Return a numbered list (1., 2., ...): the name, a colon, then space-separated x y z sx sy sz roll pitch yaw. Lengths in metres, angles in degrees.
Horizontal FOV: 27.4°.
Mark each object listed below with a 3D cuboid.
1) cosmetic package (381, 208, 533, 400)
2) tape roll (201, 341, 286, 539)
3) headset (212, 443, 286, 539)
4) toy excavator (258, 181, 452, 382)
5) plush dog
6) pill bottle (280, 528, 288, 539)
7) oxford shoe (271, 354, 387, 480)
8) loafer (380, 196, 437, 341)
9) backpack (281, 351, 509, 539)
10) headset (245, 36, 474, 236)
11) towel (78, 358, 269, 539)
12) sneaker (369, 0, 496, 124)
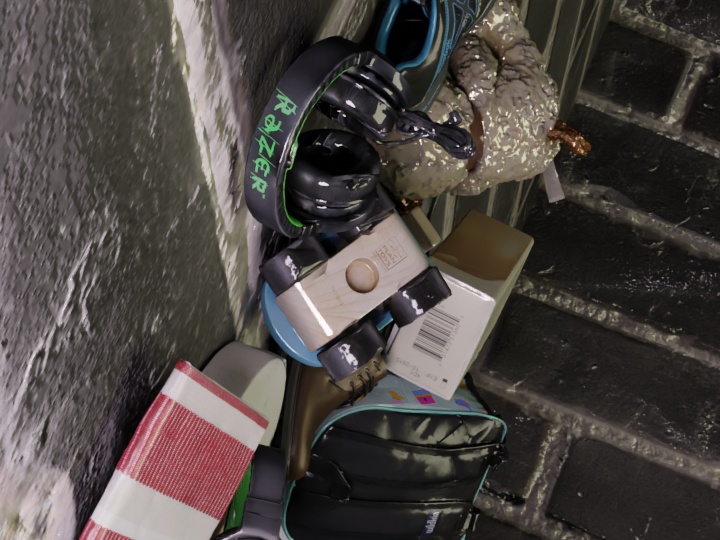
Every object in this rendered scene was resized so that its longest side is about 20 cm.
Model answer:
1. cosmetic package: 0.089 0.025 1.313 0.106 0.070 0.200 -66 172 20
2. tape roll: -0.109 0.149 1.045 0.203 0.037 0.205 21 89 -81
3. headset: -0.094 0.211 0.976 0.124 0.093 0.202 118 -18 -59
4. toy excavator: 0.000 0.000 1.128 0.194 0.100 0.200 -37 -177 -20
5. plush dog: 0.082 -0.117 1.234 0.170 0.161 0.202 -17 129 -26
6. pill bottle: -0.047 0.275 1.452 0.200 0.109 0.112 81 31 -72
7. oxford shoe: -0.021 0.083 1.186 0.073 0.083 0.202 110 -1 -61
8. loafer: 0.034 -0.015 1.361 0.203 0.070 0.068 -66 -159 -10
9. backpack: 0.006 0.159 1.299 0.198 0.154 0.178 2 122 -35
10. headset: 0.001 -0.083 0.949 0.199 0.093 0.125 -23 136 -62
11. towel: -0.129 0.159 0.877 0.202 0.023 0.144 -62 158 -9
12. sneaker: 0.062 -0.211 1.126 0.082 0.072 0.202 70 41 -74
